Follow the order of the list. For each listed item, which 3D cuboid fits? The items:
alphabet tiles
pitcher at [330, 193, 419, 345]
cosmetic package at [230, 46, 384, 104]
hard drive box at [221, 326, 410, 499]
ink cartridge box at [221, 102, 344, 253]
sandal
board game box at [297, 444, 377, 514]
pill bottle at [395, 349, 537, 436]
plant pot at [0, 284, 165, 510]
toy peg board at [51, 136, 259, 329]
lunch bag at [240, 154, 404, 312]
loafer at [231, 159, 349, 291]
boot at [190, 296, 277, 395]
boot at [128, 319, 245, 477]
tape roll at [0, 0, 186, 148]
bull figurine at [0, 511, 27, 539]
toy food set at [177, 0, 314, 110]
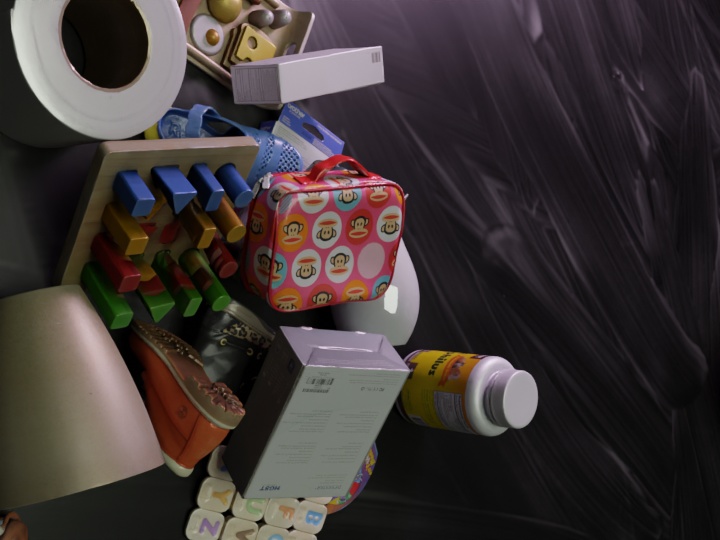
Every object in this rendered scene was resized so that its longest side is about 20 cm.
[{"bbox_3d":[-0.121,0.299,1.374,0.194,0.015,0.202,23,83,-34],"label":"alphabet tiles"},{"bbox_3d":[0.000,0.000,1.439,0.170,0.120,0.203,-2,88,-45],"label":"pitcher"},{"bbox_3d":[-0.062,-0.242,1.347,0.199,0.082,0.051,-22,114,-48],"label":"cosmetic package"},{"bbox_3d":[-0.055,0.173,1.296,0.155,0.077,0.201,8,119,-36],"label":"hard drive box"},{"bbox_3d":[-0.099,-0.104,1.397,0.119,0.042,0.202,32,72,-38],"label":"ink cartridge box"},{"bbox_3d":[-0.152,-0.145,1.288,0.198,0.087,0.081,13,77,-31],"label":"sandal"},{"bbox_3d":[-0.030,0.230,1.468,0.157,0.039,0.202,-24,108,-41],"label":"board game box"},{"bbox_3d":[0.148,0.172,1.528,0.108,0.199,0.111,-1,92,-44],"label":"pill bottle"},{"bbox_3d":[-0.315,0.123,1.119,0.186,0.186,0.202,-11,86,-43],"label":"plant pot"},{"bbox_3d":[-0.204,-0.035,1.184,0.199,0.098,0.200,-10,140,-43],"label":"toy peg board"},{"bbox_3d":[-0.040,-0.049,1.289,0.198,0.082,0.178,-5,112,-38],"label":"lunch bag"},{"bbox_3d":[-0.091,-0.057,1.347,0.200,0.063,0.072,-45,142,-14],"label":"loafer"},{"bbox_3d":[-0.151,0.136,1.331,0.200,0.073,0.152,48,64,-44],"label":"boot"},{"bbox_3d":[-0.219,0.137,1.213,0.075,0.200,0.108,24,106,-49],"label":"boot"},{"bbox_3d":[-0.300,-0.233,1.135,0.201,0.138,0.206,-1,92,-44],"label":"tape roll"},{"bbox_3d":[-0.388,0.346,1.101,0.121,0.064,0.203,48,45,-71],"label":"bull figurine"},{"bbox_3d":[-0.148,-0.307,1.331,0.199,0.060,0.145,31,70,-40],"label":"toy food set"}]
